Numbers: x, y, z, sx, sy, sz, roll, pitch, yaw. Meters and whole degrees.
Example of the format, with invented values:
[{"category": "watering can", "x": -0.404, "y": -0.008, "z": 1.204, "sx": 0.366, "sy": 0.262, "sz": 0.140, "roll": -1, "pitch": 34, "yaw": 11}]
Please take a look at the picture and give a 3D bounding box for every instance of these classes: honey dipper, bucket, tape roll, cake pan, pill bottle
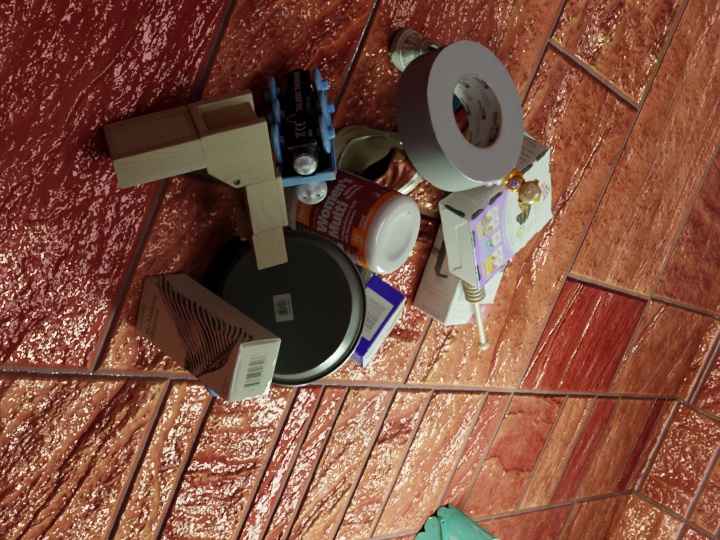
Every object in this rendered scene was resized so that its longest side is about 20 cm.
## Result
[{"category": "honey dipper", "x": 0.210, "y": 0.079, "z": 1.758, "sx": 0.038, "sy": 0.038, "sz": 0.201, "roll": -45, "pitch": 143, "yaw": -23}, {"category": "bucket", "x": 0.211, "y": 0.639, "z": 2.199, "sx": 0.207, "sy": 0.134, "sz": 0.209, "roll": -30, "pitch": 133, "yaw": -38}, {"category": "tape roll", "x": 0.141, "y": -0.215, "z": 1.391, "sx": 0.199, "sy": 0.066, "sz": 0.202, "roll": 9, "pitch": 76, "yaw": -40}, {"category": "cake pan", "x": -0.092, "y": 0.046, "z": 1.267, "sx": 0.201, "sy": 0.199, "sz": 0.037, "roll": -63, "pitch": 170, "yaw": 0}, {"category": "pill bottle", "x": -0.028, "y": -0.078, "z": 1.333, "sx": 0.109, "sy": 0.199, "sz": 0.110, "roll": -35, "pitch": 137, "yaw": -41}]

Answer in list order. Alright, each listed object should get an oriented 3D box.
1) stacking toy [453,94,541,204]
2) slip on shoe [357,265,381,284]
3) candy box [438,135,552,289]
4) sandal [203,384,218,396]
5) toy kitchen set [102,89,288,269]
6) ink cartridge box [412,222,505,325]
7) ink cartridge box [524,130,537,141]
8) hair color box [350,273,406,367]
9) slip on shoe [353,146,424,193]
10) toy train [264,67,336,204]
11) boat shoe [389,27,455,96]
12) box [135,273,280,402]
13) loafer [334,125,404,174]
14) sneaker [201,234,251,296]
[{"category": "stacking toy", "x": 0.195, "y": -0.169, "z": 1.516, "sx": 0.116, "sy": 0.200, "sz": 0.110, "roll": -49, "pitch": 170, "yaw": 4}, {"category": "slip on shoe", "x": 0.000, "y": 0.000, "z": 1.559, "sx": 0.201, "sy": 0.060, "sz": 0.076, "roll": -61, "pitch": 171, "yaw": 30}, {"category": "candy box", "x": 0.225, "y": -0.098, "z": 1.622, "sx": 0.200, "sy": 0.071, "sz": 0.168, "roll": -42, "pitch": 143, "yaw": -22}, {"category": "sandal", "x": -0.128, "y": 0.114, "z": 1.326, "sx": 0.199, "sy": 0.087, "sz": 0.079, "roll": -36, "pitch": 152, "yaw": 16}, {"category": "toy kitchen set", "x": -0.199, "y": -0.113, "z": 1.197, "sx": 0.179, "sy": 0.164, "sz": 0.201, "roll": -16, "pitch": 130, "yaw": -12}, {"category": "ink cartridge box", "x": 0.191, "y": -0.013, "z": 1.775, "sx": 0.145, "sy": 0.085, "sz": 0.201, "roll": 0, "pitch": 114, "yaw": -52}, {"category": "ink cartridge box", "x": 0.206, "y": -0.191, "z": 1.671, "sx": 0.200, "sy": 0.087, "sz": 0.146, "roll": 22, "pitch": 95, "yaw": -58}, {"category": "hair color box", "x": 0.013, "y": 0.080, "z": 1.503, "sx": 0.110, "sy": 0.065, "sz": 0.200, "roll": -54, "pitch": 176, "yaw": -7}, {"category": "slip on shoe", "x": -0.001, "y": -0.110, "z": 1.415, "sx": 0.199, "sy": 0.074, "sz": 0.061, "roll": -33, "pitch": 119, "yaw": 27}, {"category": "toy train", "x": -0.069, "y": -0.169, "z": 1.245, "sx": 0.086, "sy": 0.201, "sz": 0.115, "roll": -10, "pitch": 133, "yaw": 2}, {"category": "boat shoe", "x": 0.116, "y": -0.297, "z": 1.499, "sx": 0.075, "sy": 0.065, "sz": 0.202, "roll": -60, "pitch": 146, "yaw": -3}, {"category": "box", "x": -0.192, "y": 0.079, "z": 1.229, "sx": 0.068, "sy": 0.199, "sz": 0.083, "roll": -5, "pitch": 116, "yaw": -47}, {"category": "loafer", "x": 0.026, "y": -0.170, "z": 1.463, "sx": 0.199, "sy": 0.068, "sz": 0.076, "roll": -14, "pitch": 124, "yaw": -48}, {"category": "sneaker", "x": -0.177, "y": 0.048, "z": 1.359, "sx": 0.201, "sy": 0.060, "sz": 0.104, "roll": -58, "pitch": 146, "yaw": 1}]
